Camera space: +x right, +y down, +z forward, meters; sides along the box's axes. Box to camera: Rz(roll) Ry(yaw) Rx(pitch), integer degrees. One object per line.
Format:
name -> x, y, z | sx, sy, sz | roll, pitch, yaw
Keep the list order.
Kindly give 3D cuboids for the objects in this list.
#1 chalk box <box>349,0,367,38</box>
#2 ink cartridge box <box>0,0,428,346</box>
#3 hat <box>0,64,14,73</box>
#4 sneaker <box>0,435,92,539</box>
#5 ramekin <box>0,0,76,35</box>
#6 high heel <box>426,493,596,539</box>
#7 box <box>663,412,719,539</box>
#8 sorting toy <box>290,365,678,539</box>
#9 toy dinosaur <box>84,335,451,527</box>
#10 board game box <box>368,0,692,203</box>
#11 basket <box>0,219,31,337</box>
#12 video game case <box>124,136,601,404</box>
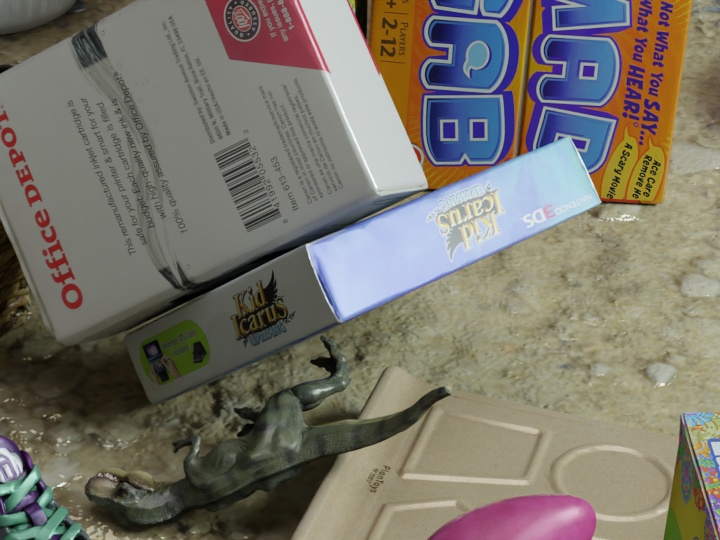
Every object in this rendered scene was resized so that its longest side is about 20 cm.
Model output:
chalk box -> -0.062, -0.126, 1.364 | 0.123, 0.125, 0.200 | 4, 26, 2
ink cartridge box -> -0.089, -0.066, 1.118 | 0.199, 0.145, 0.084 | -25, -4, 20
hat -> -0.149, -0.045, 1.258 | 0.200, 0.201, 0.081 | 13, 71, 15
sneaker -> -0.153, 0.130, 0.979 | 0.200, 0.088, 0.074 | 25, 37, 32
ramekin -> -0.290, -0.248, 1.591 | 0.201, 0.095, 0.203 | 3, 30, -2
high heel -> 0.037, 0.170, 0.917 | 0.199, 0.068, 0.096 | -28, 31, -17
box -> 0.216, 0.171, 0.839 | 0.192, 0.201, 0.122 | 1, 32, -3
sorting toy -> 0.082, 0.128, 1.064 | 0.199, 0.037, 0.185 | 15, 33, 11
toy dinosaur -> -0.039, 0.081, 1.078 | 0.199, 0.048, 0.088 | -22, 21, 16
board game box -> 0.107, -0.185, 1.418 | 0.199, 0.201, 0.200 | 4, 32, 1
basket -> -0.290, -0.011, 1.148 | 0.148, 0.143, 0.200 | 19, 34, 22
video game case -> 0.000, 0.000, 1.145 | 0.200, 0.046, 0.181 | -23, 0, -40
